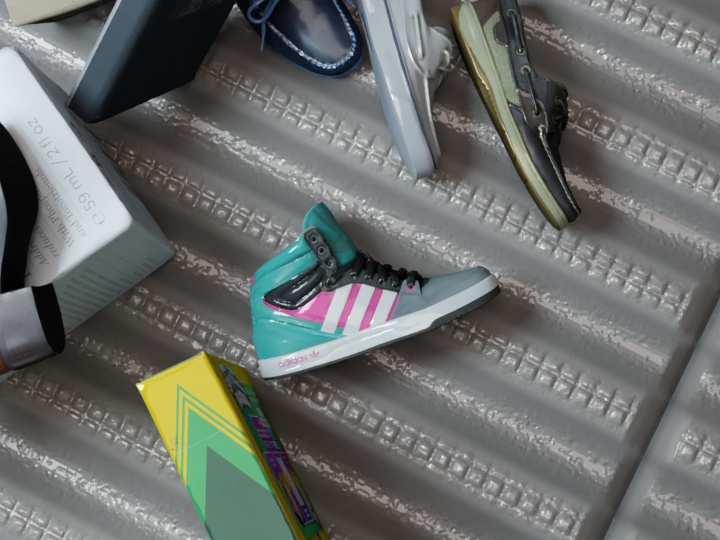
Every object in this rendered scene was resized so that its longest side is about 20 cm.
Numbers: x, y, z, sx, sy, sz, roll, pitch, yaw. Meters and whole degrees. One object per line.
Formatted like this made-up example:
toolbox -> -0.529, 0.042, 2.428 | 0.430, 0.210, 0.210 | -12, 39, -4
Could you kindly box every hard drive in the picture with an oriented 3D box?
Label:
hard drive -> -0.134, -0.206, 1.092 | 0.033, 0.139, 0.200 | 41, 125, 8

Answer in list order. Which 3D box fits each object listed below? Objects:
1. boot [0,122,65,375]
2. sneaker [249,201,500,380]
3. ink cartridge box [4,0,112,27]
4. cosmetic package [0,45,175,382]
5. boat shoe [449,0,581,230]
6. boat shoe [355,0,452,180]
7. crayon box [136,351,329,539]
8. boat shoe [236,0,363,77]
boot -> -0.318, -0.003, 1.007 | 0.199, 0.068, 0.189 | -15, 91, 8
sneaker -> 0.000, 0.000, 1.138 | 0.199, 0.084, 0.121 | -18, 92, 2
ink cartridge box -> -0.225, -0.311, 1.142 | 0.164, 0.075, 0.201 | -16, 100, 20
cosmetic package -> -0.278, -0.031, 1.110 | 0.200, 0.166, 0.168 | -36, 83, -1
boat shoe -> 0.134, -0.131, 1.149 | 0.065, 0.073, 0.201 | -25, 82, 5
boat shoe -> 0.042, -0.175, 1.165 | 0.065, 0.072, 0.201 | -14, 79, -3
crayon box -> -0.084, 0.152, 1.060 | 0.058, 0.200, 0.173 | -28, 82, -1
boat shoe -> -0.079, -0.235, 1.175 | 0.200, 0.069, 0.084 | 43, 87, 7
